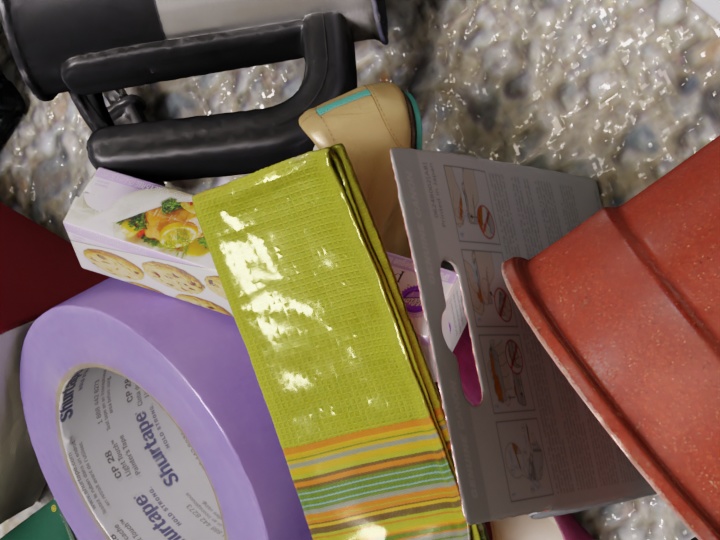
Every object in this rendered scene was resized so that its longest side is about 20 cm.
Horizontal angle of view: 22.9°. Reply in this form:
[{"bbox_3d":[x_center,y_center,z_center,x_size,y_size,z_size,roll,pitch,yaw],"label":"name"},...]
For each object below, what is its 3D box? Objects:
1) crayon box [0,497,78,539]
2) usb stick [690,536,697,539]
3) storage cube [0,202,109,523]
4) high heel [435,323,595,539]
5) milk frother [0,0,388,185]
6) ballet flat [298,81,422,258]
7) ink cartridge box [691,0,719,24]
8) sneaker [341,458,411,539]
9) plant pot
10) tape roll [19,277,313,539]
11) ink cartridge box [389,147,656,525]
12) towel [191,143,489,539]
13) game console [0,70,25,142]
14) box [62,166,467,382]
[{"bbox_3d":[-0.180,0.260,1.066,0.172,0.058,0.200,-37,70,30],"label":"crayon box"},{"bbox_3d":[0.227,0.107,0.790,0.200,0.033,0.056,-36,69,30],"label":"usb stick"},{"bbox_3d":[-0.269,0.047,1.036,0.179,0.200,0.171,29,107,12],"label":"storage cube"},{"bbox_3d":[0.069,0.121,0.865,0.067,0.096,0.201,-11,83,35],"label":"high heel"},{"bbox_3d":[-0.078,-0.131,0.961,0.188,0.200,0.181,-8,91,5],"label":"milk frother"},{"bbox_3d":[0.000,0.000,0.894,0.069,0.063,0.201,-124,26,-58],"label":"ballet flat"},{"bbox_3d":[0.216,-0.197,0.795,0.196,0.043,0.200,46,116,27],"label":"ink cartridge box"},{"bbox_3d":[0.032,0.163,0.883,0.081,0.075,0.200,21,132,25],"label":"sneaker"},{"bbox_3d":[0.194,0.009,0.715,0.195,0.201,0.201,-42,66,10],"label":"plant pot"},{"bbox_3d":[-0.085,0.092,0.934,0.200,0.085,0.200,29,135,35],"label":"tape roll"},{"bbox_3d":[0.065,0.033,0.804,0.047,0.200,0.161,-17,79,32],"label":"ink cartridge box"},{"bbox_3d":[-0.011,0.049,0.805,0.086,0.018,0.201,-18,94,27],"label":"towel"},{"bbox_3d":[-0.315,-0.152,1.130,0.176,0.116,0.200,-50,63,24],"label":"game console"},{"bbox_3d":[-0.047,0.000,0.849,0.199,0.041,0.039,17,60,20],"label":"box"}]
